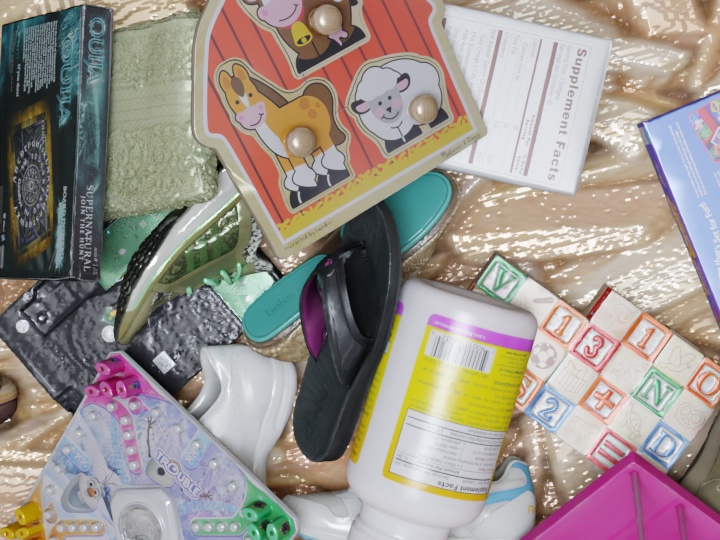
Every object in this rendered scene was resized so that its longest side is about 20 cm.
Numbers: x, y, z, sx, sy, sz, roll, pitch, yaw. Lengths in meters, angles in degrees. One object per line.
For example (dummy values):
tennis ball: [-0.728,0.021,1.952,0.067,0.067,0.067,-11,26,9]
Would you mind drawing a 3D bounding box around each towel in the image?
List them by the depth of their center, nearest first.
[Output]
towel: [-0.174,-0.111,1.138,0.200,0.036,0.149,-2,88,45]

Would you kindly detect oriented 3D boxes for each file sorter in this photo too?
file sorter: [0.220,0.260,1.097,0.200,0.126,0.139,36,120,-18]

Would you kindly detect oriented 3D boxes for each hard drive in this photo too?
hard drive: [-0.170,0.028,1.204,0.200,0.038,0.140,-42,90,7]

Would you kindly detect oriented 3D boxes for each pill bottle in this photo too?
pill bottle: [0.052,0.113,1.099,0.104,0.104,0.200,17,94,3]

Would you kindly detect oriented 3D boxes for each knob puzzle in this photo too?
knob puzzle: [-0.024,-0.136,1.017,0.219,0.030,0.220,-2,96,-20]

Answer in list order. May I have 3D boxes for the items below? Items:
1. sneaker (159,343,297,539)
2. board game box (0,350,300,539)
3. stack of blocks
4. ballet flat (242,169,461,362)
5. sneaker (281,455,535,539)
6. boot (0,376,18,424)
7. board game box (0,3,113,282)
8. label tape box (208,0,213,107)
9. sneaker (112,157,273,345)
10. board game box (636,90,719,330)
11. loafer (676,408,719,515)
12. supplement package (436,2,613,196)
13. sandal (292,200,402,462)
sneaker: [-0.116,0.153,1.178,0.088,0.075,0.200,14,86,-30]
board game box: [-0.167,0.196,1.164,0.200,0.026,0.200,41,117,17]
stack of blocks: [0.168,0.067,1.169,0.200,0.059,0.115,35,96,2]
ballet flat: [0.000,0.000,1.156,0.200,0.065,0.071,-35,52,10]
sneaker: [0.035,0.179,1.185,0.200,0.077,0.081,2,87,-3]
boot: [-0.336,0.186,1.224,0.200,0.072,0.167,-23,104,4]
board game box: [-0.233,-0.092,1.153,0.028,0.135,0.200,3,89,-39]
label tape box: [-0.064,-0.183,1.100,0.066,0.200,0.144,1,94,3]
sneaker: [-0.109,-0.012,1.149,0.089,0.077,0.200,37,101,-16]
board game box: [0.310,-0.045,1.158,0.134,0.045,0.200,-22,92,5]
loafer: [0.288,0.133,1.131,0.067,0.076,0.200,32,126,16]
supplement package: [0.073,-0.132,1.134,0.200,0.117,0.118,13,95,3]
sandal: [-0.018,0.045,1.084,0.048,0.075,0.201,3,110,-34]
